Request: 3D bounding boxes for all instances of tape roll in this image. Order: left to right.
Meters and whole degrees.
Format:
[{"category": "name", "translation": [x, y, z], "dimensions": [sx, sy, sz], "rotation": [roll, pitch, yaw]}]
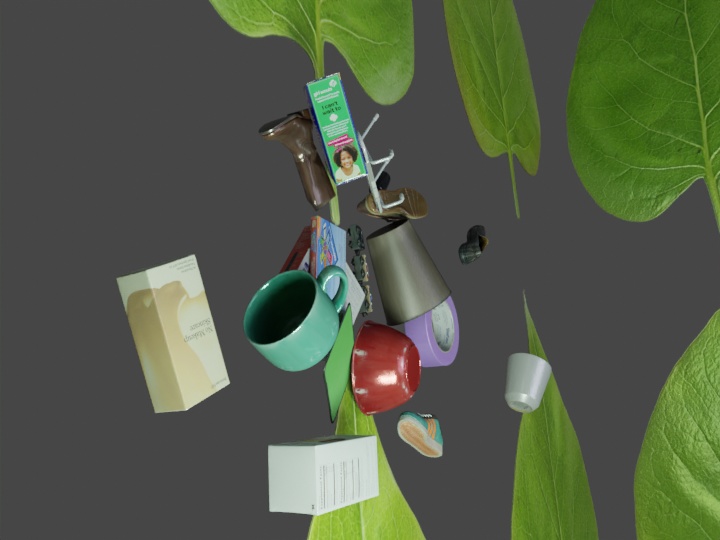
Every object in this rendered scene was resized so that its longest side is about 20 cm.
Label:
[{"category": "tape roll", "translation": [0.186, 0.144, 1.710], "dimensions": [0.199, 0.064, 0.206], "rotation": [26, 59, -53]}]

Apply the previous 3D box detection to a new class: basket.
[{"category": "basket", "translation": [0.101, -0.005, 1.544], "dimensions": [0.177, 0.135, 0.205], "rotation": [-27, 101, -19]}]

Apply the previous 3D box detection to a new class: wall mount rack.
[{"category": "wall mount rack", "translation": [0.040, -0.235, 1.435], "dimensions": [0.176, 0.073, 0.203], "rotation": [-109, -179, -48]}]

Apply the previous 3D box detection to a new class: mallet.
[{"category": "mallet", "translation": [0.078, -0.155, 1.646], "dimensions": [0.202, 0.040, 0.067], "rotation": [59, 40, -38]}]

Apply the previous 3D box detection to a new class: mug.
[{"category": "mug", "translation": [-0.098, 0.090, 1.141], "dimensions": [0.115, 0.181, 0.155], "rotation": [52, 31, -41]}, {"category": "mug", "translation": [0.548, 0.386, 2.174], "dimensions": [0.187, 0.147, 0.156], "rotation": [45, 53, -34]}]

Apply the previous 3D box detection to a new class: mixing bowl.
[{"category": "mixing bowl", "translation": [0.066, 0.210, 1.419], "dimensions": [0.199, 0.105, 0.207], "rotation": [-1, 90, -67]}]

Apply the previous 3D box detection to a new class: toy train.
[{"category": "toy train", "translation": [0.000, 0.000, 1.475], "dimensions": [0.046, 0.033, 0.207], "rotation": [11, 72, -70]}]

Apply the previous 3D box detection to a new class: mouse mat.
[{"category": "mouse mat", "translation": [-0.039, 0.183, 1.296], "dimensions": [0.203, 0.007, 0.163], "rotation": [87, 19, -48]}]

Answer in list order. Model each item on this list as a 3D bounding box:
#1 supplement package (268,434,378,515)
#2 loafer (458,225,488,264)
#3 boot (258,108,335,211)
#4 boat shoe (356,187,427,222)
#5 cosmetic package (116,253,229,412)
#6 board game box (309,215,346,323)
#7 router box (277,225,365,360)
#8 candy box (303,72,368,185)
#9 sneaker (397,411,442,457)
[{"category": "supplement package", "translation": [-0.063, 0.361, 1.189], "dimensions": [0.198, 0.111, 0.113], "rotation": [13, 72, -57]}, {"category": "loafer", "translation": [0.367, -0.084, 2.065], "dimensions": [0.074, 0.071, 0.201], "rotation": [63, 34, -23]}, {"category": "boot", "translation": [-0.118, -0.205, 1.312], "dimensions": [0.186, 0.063, 0.206], "rotation": [-42, 121, -57]}, {"category": "boat shoe", "translation": [0.076, -0.151, 1.571], "dimensions": [0.196, 0.071, 0.074], "rotation": [-5, 80, -41]}, {"category": "cosmetic package", "translation": [-0.270, 0.090, 0.963], "dimensions": [0.105, 0.069, 0.206], "rotation": [-28, 105, -58]}, {"category": "board game box", "translation": [-0.063, 0.007, 1.285], "dimensions": [0.102, 0.019, 0.206], "rotation": [26, 60, -55]}, {"category": "router box", "translation": [-0.078, 0.041, 1.316], "dimensions": [0.202, 0.048, 0.182], "rotation": [59, 37, -31]}, {"category": "candy box", "translation": [-0.053, -0.289, 1.354], "dimensions": [0.169, 0.075, 0.205], "rotation": [-116, -173, -76]}, {"category": "sneaker", "translation": [0.142, 0.371, 1.576], "dimensions": [0.201, 0.070, 0.082], "rotation": [53, 35, -45]}]
